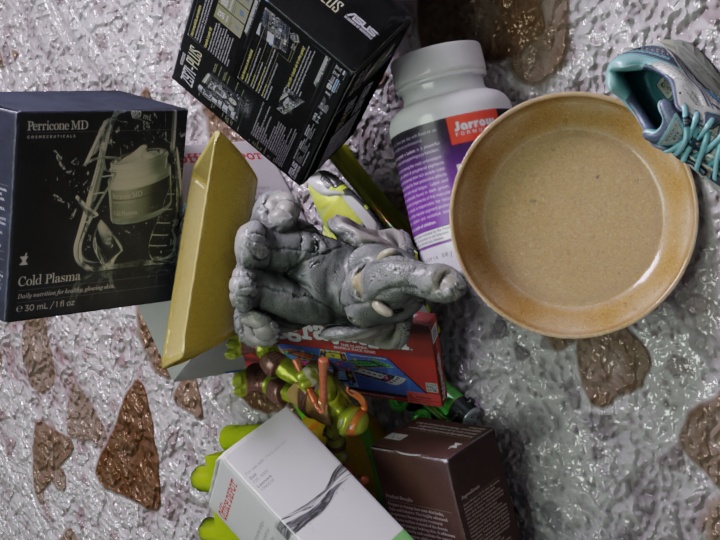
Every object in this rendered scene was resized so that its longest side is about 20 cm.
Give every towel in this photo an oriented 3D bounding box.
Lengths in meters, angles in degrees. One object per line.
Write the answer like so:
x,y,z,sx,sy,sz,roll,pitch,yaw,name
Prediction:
0.019,-0.065,1.424,0.018,0.086,0.200,-43,61,7,towel

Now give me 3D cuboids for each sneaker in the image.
0.000,0.000,1.391,0.200,0.076,0.075,59,178,-17,sneaker
0.260,-0.098,1.148,0.200,0.086,0.078,48,129,30,sneaker

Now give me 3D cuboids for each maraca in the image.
-0.021,0.180,1.486,0.137,0.107,0.200,-29,74,53,maraca

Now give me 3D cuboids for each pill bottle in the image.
0.088,-0.094,1.317,0.111,0.111,0.200,-18,84,47,pill bottle

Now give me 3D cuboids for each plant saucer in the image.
-0.135,-0.009,1.366,0.200,0.048,0.200,155,124,-76,plant saucer
0.173,-0.044,1.229,0.200,0.035,0.201,0,87,9,plant saucer

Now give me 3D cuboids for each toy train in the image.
0.041,0.102,1.455,0.200,0.042,0.056,39,105,31,toy train

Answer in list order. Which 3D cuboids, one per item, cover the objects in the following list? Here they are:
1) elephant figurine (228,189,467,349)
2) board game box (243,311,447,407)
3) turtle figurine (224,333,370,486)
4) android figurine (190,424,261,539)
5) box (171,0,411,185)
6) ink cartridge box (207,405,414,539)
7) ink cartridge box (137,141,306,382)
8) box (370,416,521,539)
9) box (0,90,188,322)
-0.003,0.014,1.282,0.200,0.155,0.142,6,125,9,elephant figurine
-0.021,0.072,1.406,0.200,0.019,0.103,7,130,21,board game box
-0.049,0.106,1.371,0.161,0.064,0.200,28,155,30,turtle figurine
-0.113,0.259,1.649,0.200,0.041,0.182,-10,89,48,android figurine
-0.066,-0.195,1.326,0.164,0.086,0.200,40,151,5,box
-0.039,0.237,1.355,0.200,0.084,0.146,46,155,12,ink cartridge box
-0.146,-0.013,1.557,0.145,0.147,0.200,-47,62,39,ink cartridge box
0.087,0.241,1.375,0.100,0.075,0.200,4,115,47,box
-0.283,-0.068,1.442,0.124,0.200,0.197,17,107,42,box
